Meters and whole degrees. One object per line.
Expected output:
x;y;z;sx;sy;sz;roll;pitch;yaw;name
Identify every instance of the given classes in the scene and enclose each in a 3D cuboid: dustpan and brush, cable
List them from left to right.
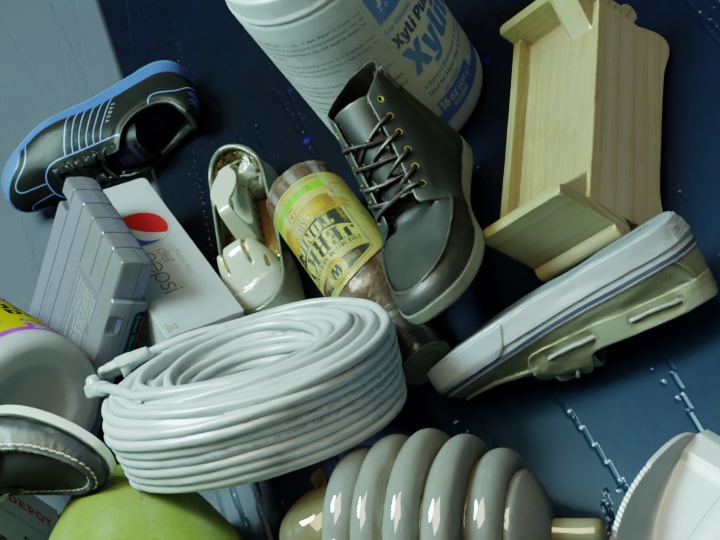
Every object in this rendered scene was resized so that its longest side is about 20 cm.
-0.068;0.080;0.940;0.199;0.070;0.200;-20;13;-15;cable
0.175;0.183;0.804;0.139;0.057;0.200;30;78;43;dustpan and brush

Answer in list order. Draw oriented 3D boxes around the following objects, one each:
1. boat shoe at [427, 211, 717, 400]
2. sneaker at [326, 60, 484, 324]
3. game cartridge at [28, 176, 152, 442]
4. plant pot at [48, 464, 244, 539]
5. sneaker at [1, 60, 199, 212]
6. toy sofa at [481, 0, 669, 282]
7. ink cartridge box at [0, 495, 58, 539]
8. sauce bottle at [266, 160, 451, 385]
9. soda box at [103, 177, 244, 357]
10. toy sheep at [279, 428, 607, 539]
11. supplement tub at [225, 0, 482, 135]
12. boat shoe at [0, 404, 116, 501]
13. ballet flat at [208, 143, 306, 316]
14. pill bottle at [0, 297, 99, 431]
0.133;0.038;0.933;0.200;0.072;0.062;-33;89;25;boat shoe
0.021;-0.054;0.981;0.075;0.106;0.200;-36;29;24;sneaker
-0.215;0.047;1.116;0.130;0.038;0.201;46;125;41;game cartridge
-0.134;0.214;0.929;0.187;0.187;0.200;-38;30;5;plant pot
-0.227;-0.105;1.274;0.200;0.070;0.078;-35;39;7;sneaker
0.151;-0.094;1.016;0.083;0.097;0.201;-32;41;46;toy sofa
-0.266;0.233;1.007;0.084;0.145;0.200;-33;46;9;ink cartridge box
0.000;0.000;1.048;0.065;0.065;0.200;-41;50;3;sauce bottle
-0.155;0.011;1.131;0.063;0.068;0.200;-20;42;-21;soda box
0.046;0.159;0.865;0.199;0.138;0.138;1;59;18;toy sheep
-0.005;-0.183;1.087;0.131;0.200;0.132;-17;51;23;supplement tub
-0.258;0.124;0.952;0.199;0.074;0.060;9;45;14;boat shoe
-0.088;-0.017;1.122;0.067;0.064;0.201;-26;48;16;ballet flat
-0.280;0.074;1.090;0.104;0.104;0.200;-55;36;-11;pill bottle
